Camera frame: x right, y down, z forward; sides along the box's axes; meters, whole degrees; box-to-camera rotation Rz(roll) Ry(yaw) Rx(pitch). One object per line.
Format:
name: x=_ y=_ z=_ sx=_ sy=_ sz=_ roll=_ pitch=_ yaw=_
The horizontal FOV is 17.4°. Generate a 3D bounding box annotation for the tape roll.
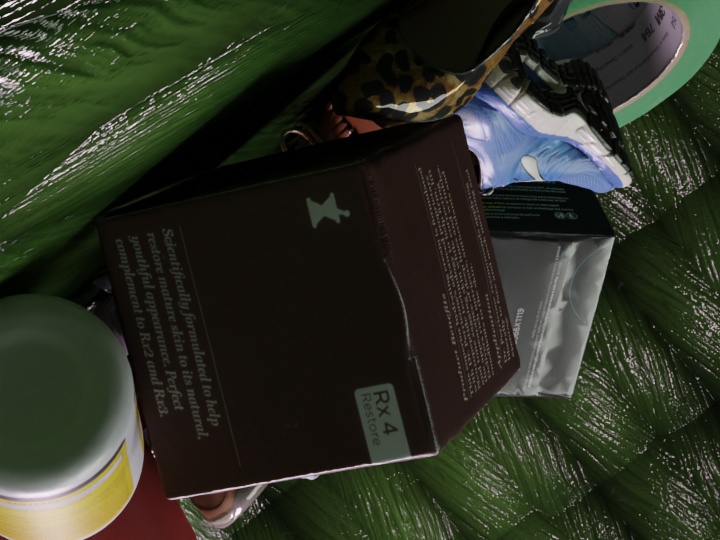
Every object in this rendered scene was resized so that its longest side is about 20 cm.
tape roll: x=0.138 y=-0.149 z=1.537 sx=0.200 sy=0.048 sz=0.201 roll=-17 pitch=153 yaw=-9

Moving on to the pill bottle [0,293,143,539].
pill bottle: x=-0.179 y=0.093 z=1.328 sx=0.112 sy=0.112 sz=0.200 roll=-37 pitch=167 yaw=-14

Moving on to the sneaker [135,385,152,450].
sneaker: x=-0.106 y=0.064 z=1.664 sx=0.071 sy=0.113 sz=0.200 roll=17 pitch=143 yaw=-37

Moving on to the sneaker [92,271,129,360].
sneaker: x=-0.141 y=0.027 z=1.560 sx=0.115 sy=0.075 sz=0.200 roll=-13 pitch=176 yaw=-45

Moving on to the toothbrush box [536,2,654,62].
toothbrush box: x=0.151 y=-0.184 z=1.691 sx=0.200 sy=0.085 sz=0.146 roll=-39 pitch=176 yaw=34

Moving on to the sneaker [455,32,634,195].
sneaker: x=0.104 y=-0.091 z=1.489 sx=0.089 sy=0.079 sz=0.200 roll=-28 pitch=151 yaw=25

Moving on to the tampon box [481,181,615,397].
tampon box: x=0.091 y=-0.021 z=1.768 sx=0.200 sy=0.126 sz=0.150 roll=-108 pitch=-155 yaw=-55

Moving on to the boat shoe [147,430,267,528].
boat shoe: x=-0.100 y=0.110 z=1.503 sx=0.076 sy=0.072 sz=0.200 roll=-51 pitch=-166 yaw=-8

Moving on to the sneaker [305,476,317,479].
sneaker: x=-0.028 y=0.047 z=1.683 sx=0.073 sy=0.071 sz=0.201 roll=32 pitch=81 yaw=-79

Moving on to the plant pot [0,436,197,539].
plant pot: x=-0.211 y=0.149 z=1.517 sx=0.200 sy=0.178 sz=0.200 roll=-38 pitch=178 yaw=-2

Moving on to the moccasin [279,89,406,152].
moccasin: x=-0.007 y=-0.082 z=1.513 sx=0.078 sy=0.074 sz=0.201 roll=-47 pitch=-170 yaw=-13

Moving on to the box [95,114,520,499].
box: x=-0.023 y=0.016 z=1.345 sx=0.164 sy=0.167 sz=0.200 roll=-11 pitch=-173 yaw=19

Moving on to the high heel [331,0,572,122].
high heel: x=0.069 y=-0.161 z=1.317 sx=0.200 sy=0.071 sz=0.143 roll=-31 pitch=160 yaw=-36
